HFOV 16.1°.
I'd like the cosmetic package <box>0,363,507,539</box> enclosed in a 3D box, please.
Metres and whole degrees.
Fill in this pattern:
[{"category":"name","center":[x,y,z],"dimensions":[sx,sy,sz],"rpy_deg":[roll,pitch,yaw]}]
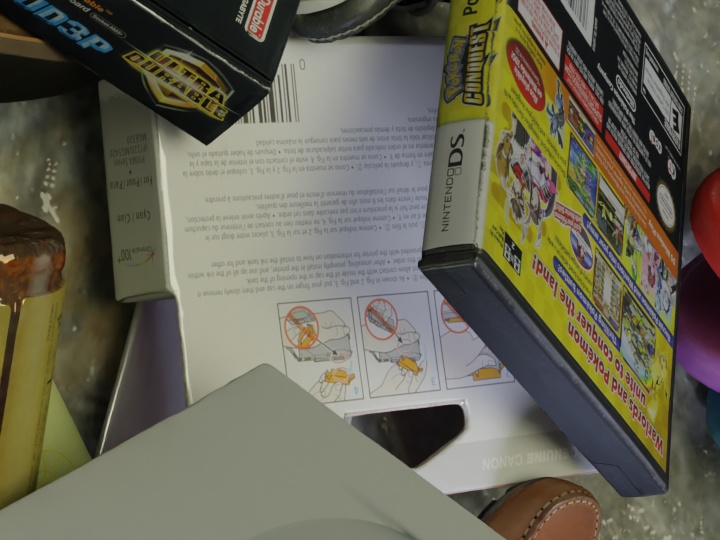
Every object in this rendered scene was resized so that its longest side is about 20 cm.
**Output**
[{"category":"cosmetic package","center":[-0.041,0.161,0.786],"dimensions":[0.199,0.199,0.123],"rpy_deg":[-26,136,-35]}]

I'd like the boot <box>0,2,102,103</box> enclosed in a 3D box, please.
[{"category":"boot","center":[-0.173,-0.100,0.868],"dimensions":[0.199,0.074,0.076],"rpy_deg":[8,71,-34]}]

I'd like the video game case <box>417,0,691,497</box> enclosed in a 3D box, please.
[{"category":"video game case","center":[0.080,-0.035,0.974],"dimensions":[0.200,0.025,0.182],"rpy_deg":[48,42,-51]}]

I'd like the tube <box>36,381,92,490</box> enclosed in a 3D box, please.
[{"category":"tube","center":[-0.122,0.073,0.896],"dimensions":[0.201,0.058,0.052],"rpy_deg":[70,24,-13]}]

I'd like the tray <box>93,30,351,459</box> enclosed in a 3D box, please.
[{"category":"tray","center":[-0.041,0.007,0.982],"dimensions":[0.107,0.022,0.201],"rpy_deg":[25,71,-32]}]

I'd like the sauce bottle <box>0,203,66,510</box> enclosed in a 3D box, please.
[{"category":"sauce bottle","center":[-0.141,0.078,0.840],"dimensions":[0.066,0.066,0.201],"rpy_deg":[1,108,-37]}]

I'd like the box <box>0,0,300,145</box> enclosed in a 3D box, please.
[{"category":"box","center":[-0.083,-0.165,0.908],"dimensions":[0.159,0.046,0.201],"rpy_deg":[34,48,-20]}]

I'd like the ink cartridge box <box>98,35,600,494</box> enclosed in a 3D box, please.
[{"category":"ink cartridge box","center":[0.000,0.000,0.972],"dimensions":[0.199,0.045,0.177],"rpy_deg":[-4,87,-37]}]

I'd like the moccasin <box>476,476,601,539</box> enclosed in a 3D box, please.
[{"category":"moccasin","center":[0.054,0.179,0.972],"dimensions":[0.074,0.078,0.202],"rpy_deg":[27,82,-46]}]

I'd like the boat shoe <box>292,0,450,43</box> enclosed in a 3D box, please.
[{"category":"boat shoe","center":[0.029,-0.133,0.995],"dimensions":[0.200,0.072,0.068],"rpy_deg":[-52,125,-53]}]

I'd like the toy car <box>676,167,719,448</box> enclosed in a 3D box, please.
[{"category":"toy car","center":[0.204,0.013,1.082],"dimensions":[0.149,0.201,0.176],"rpy_deg":[3,41,-4]}]
